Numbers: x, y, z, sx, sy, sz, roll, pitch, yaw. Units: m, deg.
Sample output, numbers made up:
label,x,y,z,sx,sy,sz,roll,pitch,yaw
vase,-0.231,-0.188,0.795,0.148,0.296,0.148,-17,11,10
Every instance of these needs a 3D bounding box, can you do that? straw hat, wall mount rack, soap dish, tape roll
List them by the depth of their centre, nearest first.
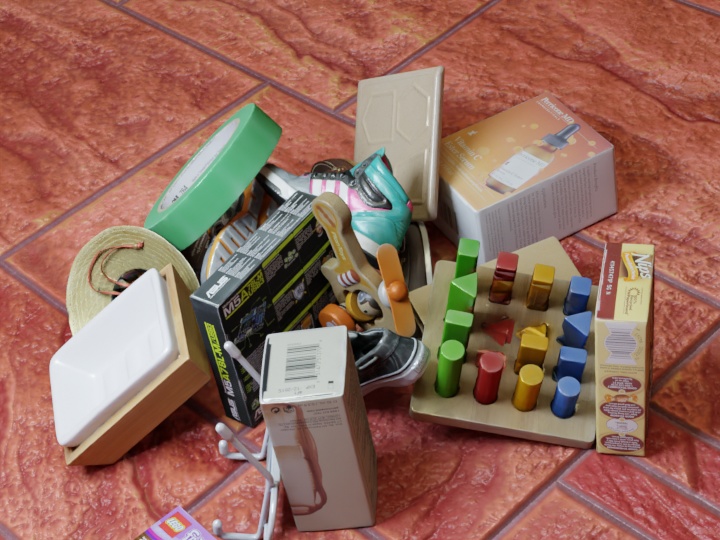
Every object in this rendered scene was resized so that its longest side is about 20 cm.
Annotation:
label,x,y,z,sx,sy,sz,roll,pitch,yaw
wall mount rack,-0.117,0.180,1.552,0.074,0.174,0.200,6,41,-6
soap dish,-0.256,0.110,1.675,0.200,0.081,0.158,-41,40,20
straw hat,-0.250,0.044,1.793,0.201,0.202,0.085,11,4,23
tape roll,-0.177,-0.111,1.794,0.200,0.048,0.201,-45,16,17

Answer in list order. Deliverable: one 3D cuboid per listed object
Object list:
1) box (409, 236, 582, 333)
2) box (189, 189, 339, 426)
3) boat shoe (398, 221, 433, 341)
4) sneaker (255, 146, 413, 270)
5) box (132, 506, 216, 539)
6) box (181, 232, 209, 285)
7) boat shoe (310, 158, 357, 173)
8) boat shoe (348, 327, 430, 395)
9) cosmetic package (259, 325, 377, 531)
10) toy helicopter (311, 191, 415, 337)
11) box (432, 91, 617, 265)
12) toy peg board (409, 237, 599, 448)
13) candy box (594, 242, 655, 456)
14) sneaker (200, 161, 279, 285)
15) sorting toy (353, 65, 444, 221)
label,x,y,z,sx,sy,sz,roll,pitch,yaw
box,0.172,0.058,1.693,0.200,0.021,0.164,-21,61,-16
box,-0.096,0.043,1.687,0.047,0.193,0.200,18,50,32
boat shoe,0.059,0.016,1.778,0.059,0.072,0.200,-8,47,0
sneaker,-0.018,-0.099,1.749,0.200,0.084,0.121,33,79,17
box,-0.174,0.336,1.492,0.137,0.039,0.200,-35,46,-25
box,-0.139,-0.009,1.849,0.199,0.075,0.100,2,42,12
boat shoe,-0.023,-0.093,1.868,0.070,0.071,0.200,1,20,-28
boat shoe,-0.002,0.093,1.634,0.200,0.071,0.072,-22,35,53
cosmetic package,-0.040,0.164,1.533,0.087,0.200,0.104,-7,40,7
toy helicopter,0.000,0.000,1.650,0.079,0.200,0.132,-41,37,-25
box,0.194,-0.111,1.861,0.200,0.107,0.152,-26,43,-15
toy peg board,0.167,0.068,1.613,0.199,0.098,0.200,10,57,4
candy box,0.275,0.083,1.551,0.055,0.200,0.116,4,43,13
sneaker,-0.150,-0.041,1.789,0.077,0.078,0.200,-16,37,36
sorting toy,0.050,-0.151,1.856,0.036,0.186,0.200,5,-3,-30
